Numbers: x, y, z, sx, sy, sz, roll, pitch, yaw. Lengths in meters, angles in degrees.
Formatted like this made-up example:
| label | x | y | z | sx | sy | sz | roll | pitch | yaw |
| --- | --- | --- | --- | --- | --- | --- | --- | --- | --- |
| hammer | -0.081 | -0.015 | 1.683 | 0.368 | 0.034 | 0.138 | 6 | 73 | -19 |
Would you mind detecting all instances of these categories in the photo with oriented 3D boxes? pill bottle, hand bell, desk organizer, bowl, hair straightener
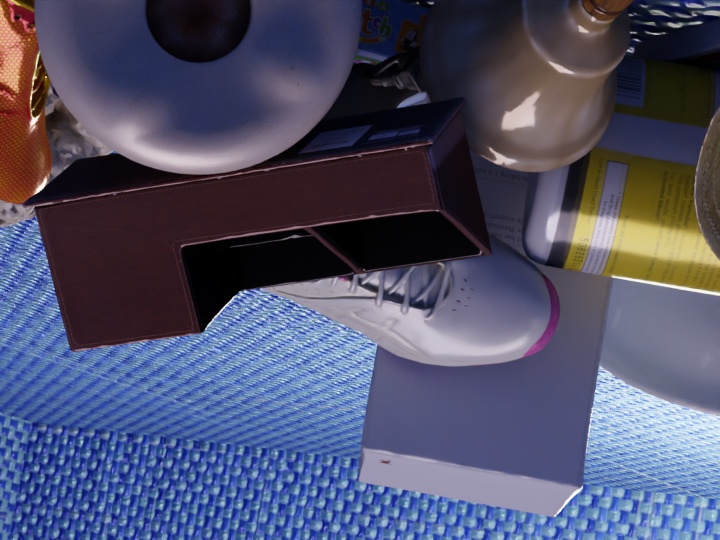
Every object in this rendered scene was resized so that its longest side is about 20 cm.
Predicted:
| label | x | y | z | sx | sy | sz | roll | pitch | yaw |
| --- | --- | --- | --- | --- | --- | --- | --- | --- | --- |
| pill bottle | 0.187 | -0.042 | 1.382 | 0.200 | 0.112 | 0.112 | 10 | 171 | 0 |
| hand bell | 0.114 | -0.124 | 1.230 | 0.104 | 0.104 | 0.200 | 13 | 159 | -19 |
| desk organizer | -0.045 | -0.020 | 1.281 | 0.200 | 0.077 | 0.072 | -8 | -164 | 18 |
| bowl | 0.240 | 0.012 | 1.718 | 0.201 | 0.091 | 0.201 | 8 | -156 | -3 |
| hair straightener | 0.028 | -0.089 | 1.359 | 0.200 | 0.041 | 0.077 | -19 | -167 | -18 |

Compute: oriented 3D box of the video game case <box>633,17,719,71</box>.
| label | x | y | z | sx | sy | sz | roll | pitch | yaw |
| --- | --- | --- | --- | --- | --- | --- | --- | --- | --- |
| video game case | 0.258 | -0.093 | 1.402 | 0.200 | 0.017 | 0.143 | 14 | 170 | -24 |

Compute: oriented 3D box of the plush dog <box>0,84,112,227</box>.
| label | x | y | z | sx | sy | sz | roll | pitch | yaw |
| --- | --- | --- | --- | --- | --- | --- | --- | --- | --- |
| plush dog | -0.244 | -0.102 | 1.579 | 0.200 | 0.161 | 0.172 | -1 | 139 | 43 |

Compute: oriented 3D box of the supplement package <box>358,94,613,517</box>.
| label | x | y | z | sx | sy | sz | roll | pitch | yaw |
| --- | --- | --- | --- | --- | --- | --- | --- | --- | --- |
| supplement package | 0.071 | 0.020 | 1.482 | 0.117 | 0.200 | 0.117 | 11 | 168 | 0 |

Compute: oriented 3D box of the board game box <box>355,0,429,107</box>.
| label | x | y | z | sx | sy | sz | roll | pitch | yaw |
| --- | --- | --- | --- | --- | --- | --- | --- | --- | --- |
| board game box | -0.037 | -0.124 | 1.473 | 0.200 | 0.037 | 0.151 | 14 | 169 | -23 |

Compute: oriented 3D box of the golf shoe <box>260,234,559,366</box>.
| label | x | y | z | sx | sy | sz | roll | pitch | yaw |
| --- | --- | --- | --- | --- | --- | --- | --- | --- | --- |
| golf shoe | 0.000 | 0.000 | 1.378 | 0.200 | 0.075 | 0.092 | 17 | -178 | 16 |

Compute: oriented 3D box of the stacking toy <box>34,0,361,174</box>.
| label | x | y | z | sx | sy | sz | roll | pitch | yaw |
| --- | --- | --- | --- | --- | --- | --- | --- | --- | --- |
| stacking toy | -0.078 | -0.115 | 1.306 | 0.146 | 0.146 | 0.200 | 11 | 178 | -4 |

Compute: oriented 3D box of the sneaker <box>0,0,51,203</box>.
| label | x | y | z | sx | sy | sz | roll | pitch | yaw |
| --- | --- | --- | --- | --- | --- | --- | --- | --- | --- |
| sneaker | -0.175 | -0.111 | 1.338 | 0.077 | 0.073 | 0.200 | 4 | 133 | 15 |

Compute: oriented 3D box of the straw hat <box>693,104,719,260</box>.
| label | x | y | z | sx | sy | sz | roll | pitch | yaw |
| --- | --- | --- | --- | --- | --- | --- | --- | --- | --- |
| straw hat | 0.226 | -0.081 | 1.275 | 0.201 | 0.201 | 0.085 | 16 | -148 | -32 |

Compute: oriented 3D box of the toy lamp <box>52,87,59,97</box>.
| label | x | y | z | sx | sy | sz | roll | pitch | yaw |
| --- | --- | --- | --- | --- | --- | --- | --- | --- | --- |
| toy lamp | -0.195 | -0.137 | 1.409 | 0.200 | 0.058 | 0.058 | 25 | 168 | -9 |
